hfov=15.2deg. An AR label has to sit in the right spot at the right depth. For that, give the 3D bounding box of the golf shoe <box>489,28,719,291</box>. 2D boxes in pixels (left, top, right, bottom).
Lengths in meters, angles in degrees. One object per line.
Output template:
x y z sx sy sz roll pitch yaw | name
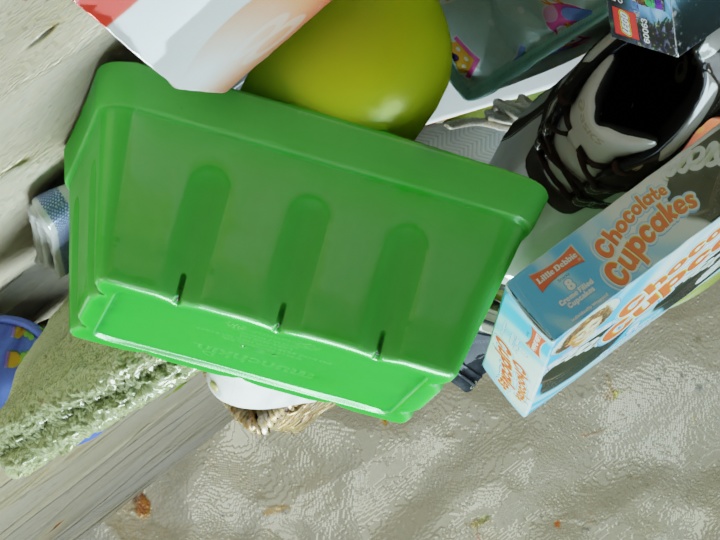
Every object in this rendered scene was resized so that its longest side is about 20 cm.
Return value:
0.104 -0.062 1.208 0.200 0.078 0.094 -48 164 28 | golf shoe

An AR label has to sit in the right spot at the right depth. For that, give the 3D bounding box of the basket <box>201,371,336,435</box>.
-0.022 -0.006 1.682 0.200 0.143 0.149 -38 172 4 | basket

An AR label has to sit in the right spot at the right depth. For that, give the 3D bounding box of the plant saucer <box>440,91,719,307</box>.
0.125 -0.028 1.527 0.200 0.200 0.031 -43 -150 46 | plant saucer

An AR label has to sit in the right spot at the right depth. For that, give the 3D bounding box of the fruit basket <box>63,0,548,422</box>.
-0.022 -0.057 1.184 0.216 0.216 0.156 -37 175 -21 | fruit basket

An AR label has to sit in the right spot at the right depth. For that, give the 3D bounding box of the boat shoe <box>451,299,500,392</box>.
0.005 0.024 1.545 0.200 0.075 0.062 20 102 -36 | boat shoe

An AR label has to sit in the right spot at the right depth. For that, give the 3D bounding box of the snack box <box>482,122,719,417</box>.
0.145 -0.019 1.212 0.200 0.037 0.116 -36 166 -13 | snack box

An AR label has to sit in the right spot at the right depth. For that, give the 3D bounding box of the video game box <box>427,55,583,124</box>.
0.095 -0.124 1.451 0.200 0.047 0.182 -16 -175 7 | video game box

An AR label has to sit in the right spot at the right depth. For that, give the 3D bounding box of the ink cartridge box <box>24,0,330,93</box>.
-0.026 -0.133 1.005 0.162 0.050 0.200 -40 178 10 | ink cartridge box

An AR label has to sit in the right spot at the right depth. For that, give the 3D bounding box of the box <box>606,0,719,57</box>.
0.172 -0.194 1.114 0.200 0.038 0.137 -35 130 -32 | box

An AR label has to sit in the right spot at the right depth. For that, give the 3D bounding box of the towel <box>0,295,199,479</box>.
-0.108 0.019 1.323 0.200 0.036 0.148 -29 -154 44 | towel

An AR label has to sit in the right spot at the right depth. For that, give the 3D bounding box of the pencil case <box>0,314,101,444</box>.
-0.181 0.064 1.514 0.087 0.078 0.200 -9 178 5 | pencil case

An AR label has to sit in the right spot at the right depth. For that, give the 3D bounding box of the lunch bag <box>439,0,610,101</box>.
0.123 -0.184 1.226 0.170 0.122 0.200 -34 179 -36 | lunch bag

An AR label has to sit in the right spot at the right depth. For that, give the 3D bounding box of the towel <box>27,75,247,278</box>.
-0.081 -0.071 1.330 0.200 0.024 0.147 -38 176 -9 | towel

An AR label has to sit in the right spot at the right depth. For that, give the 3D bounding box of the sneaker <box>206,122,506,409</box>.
0.000 0.000 1.427 0.200 0.074 0.116 -27 155 -24 | sneaker

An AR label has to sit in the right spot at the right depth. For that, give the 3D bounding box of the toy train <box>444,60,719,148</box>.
0.150 -0.092 1.295 0.200 0.085 0.116 2 145 -37 | toy train

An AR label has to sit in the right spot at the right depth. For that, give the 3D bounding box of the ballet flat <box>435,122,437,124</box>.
-0.038 -0.028 1.458 0.200 0.071 0.071 -18 169 -18 | ballet flat
